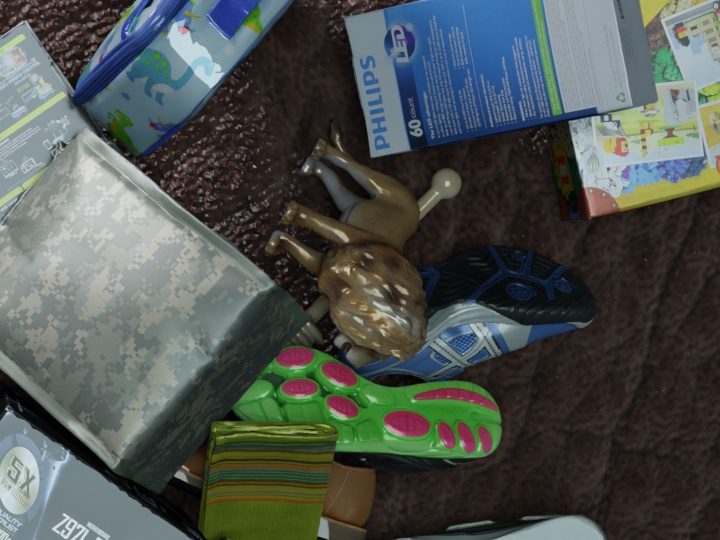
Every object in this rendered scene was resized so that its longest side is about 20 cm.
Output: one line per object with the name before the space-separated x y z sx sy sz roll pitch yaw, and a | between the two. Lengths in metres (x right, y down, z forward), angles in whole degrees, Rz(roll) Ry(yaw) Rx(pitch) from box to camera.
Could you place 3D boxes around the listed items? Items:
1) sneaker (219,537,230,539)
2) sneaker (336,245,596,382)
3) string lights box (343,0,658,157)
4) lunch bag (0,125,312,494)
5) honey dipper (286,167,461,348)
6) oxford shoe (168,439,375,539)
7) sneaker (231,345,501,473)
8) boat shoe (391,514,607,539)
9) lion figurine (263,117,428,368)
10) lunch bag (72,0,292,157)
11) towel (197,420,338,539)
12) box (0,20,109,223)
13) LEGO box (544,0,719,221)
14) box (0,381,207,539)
sneaker | -0.016 0.233 1.502 0.199 0.070 0.076 12 85 -16
sneaker | 0.073 0.035 1.578 0.199 0.076 0.077 -4 130 -17
string lights box | 0.095 -0.146 1.522 0.199 0.059 0.103 -9 94 27
lunch bag | -0.164 0.021 1.457 0.200 0.118 0.164 40 87 19
honey dipper | 0.000 0.000 1.576 0.200 0.038 0.038 -44 98 -11
oxford shoe | -0.081 0.135 1.548 0.199 0.071 0.072 20 82 -21
sneaker | -0.002 0.109 1.535 0.199 0.084 0.077 14 58 -14
boat shoe | 0.079 0.217 1.575 0.199 0.064 0.071 -10 89 2
lion figurine | 0.006 -0.024 1.511 0.122 0.073 0.200 27 42 -5
lunch bag | -0.096 -0.178 1.469 0.082 0.161 0.200 43 63 -11
towel | -0.069 0.178 1.510 0.086 0.018 0.201 2 132 -9
box | -0.268 -0.051 1.518 0.200 0.044 0.161 -36 97 -8
LEGO box | 0.231 -0.131 1.592 0.199 0.077 0.150 -15 93 -10
box | -0.194 0.161 1.456 0.164 0.200 0.086 37 85 -9
